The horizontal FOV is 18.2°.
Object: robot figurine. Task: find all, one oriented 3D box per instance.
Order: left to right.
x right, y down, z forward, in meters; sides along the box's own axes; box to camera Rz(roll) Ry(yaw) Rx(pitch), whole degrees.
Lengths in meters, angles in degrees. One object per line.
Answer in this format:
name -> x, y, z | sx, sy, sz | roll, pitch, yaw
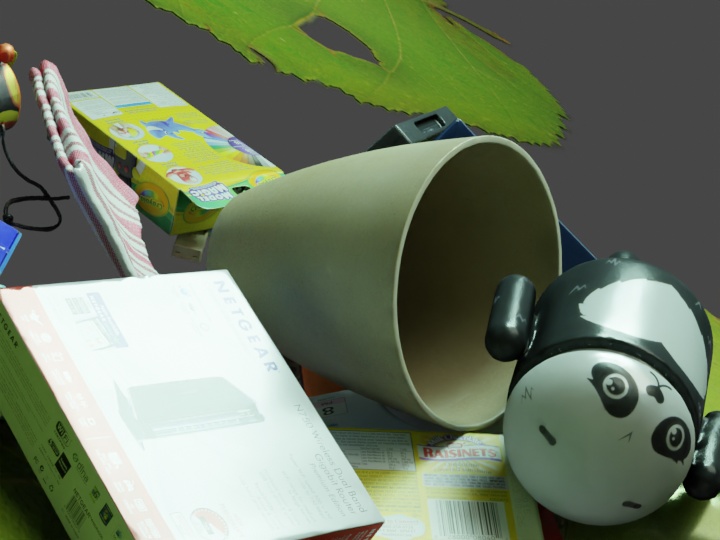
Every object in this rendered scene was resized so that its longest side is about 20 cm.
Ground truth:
robot figurine -> 0.159, 0.070, 1.415 | 0.149, 0.126, 0.200 | 1, 31, 15

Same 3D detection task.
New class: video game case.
video game case -> -0.013, -0.050, 1.805 | 0.026, 0.200, 0.181 | 48, 17, 4

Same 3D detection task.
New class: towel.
towel -> -0.191, -0.060, 1.661 | 0.147, 0.030, 0.200 | 63, -1, -32

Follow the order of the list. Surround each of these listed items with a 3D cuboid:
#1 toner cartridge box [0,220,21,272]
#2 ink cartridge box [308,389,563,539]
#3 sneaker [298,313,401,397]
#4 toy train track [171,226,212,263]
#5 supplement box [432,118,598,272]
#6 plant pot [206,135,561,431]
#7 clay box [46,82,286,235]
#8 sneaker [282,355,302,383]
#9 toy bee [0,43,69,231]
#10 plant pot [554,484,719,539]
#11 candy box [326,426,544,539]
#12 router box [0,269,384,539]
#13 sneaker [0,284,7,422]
toner cartridge box -> -0.324, -0.044, 1.465 | 0.199, 0.043, 0.095 | 30, 16, -8
ink cartridge box -> 0.040, 0.130, 1.471 | 0.161, 0.058, 0.200 | -10, 18, -2
sneaker -> 0.032, 0.101, 1.627 | 0.200, 0.112, 0.078 | 52, 22, -12
toy train track -> -0.132, -0.048, 1.867 | 0.114, 0.033, 0.200 | 14, 25, -2
supplement box -> 0.090, 0.009, 1.766 | 0.200, 0.134, 0.200 | 46, -5, 1
plant pot -> 0.000, 0.000, 1.489 | 0.199, 0.189, 0.187 | 6, -3, 37
clay box -> -0.153, -0.088, 1.843 | 0.114, 0.048, 0.200 | -11, 38, -43
sneaker -> -0.049, 0.037, 1.709 | 0.108, 0.070, 0.200 | 35, 12, 26
toy bee -> -0.285, -0.131, 1.652 | 0.199, 0.109, 0.131 | 22, 34, 8
plant pot -> 0.199, 0.207, 1.488 | 0.192, 0.202, 0.201 | 17, 19, -13
candy box -> 0.010, 0.140, 1.392 | 0.198, 0.027, 0.103 | 3, 37, -8
router box -> -0.108, 0.093, 1.301 | 0.179, 0.049, 0.201 | -6, 53, -45
sneaker -> -0.251, 0.013, 1.350 | 0.200, 0.087, 0.077 | 41, 17, 26
